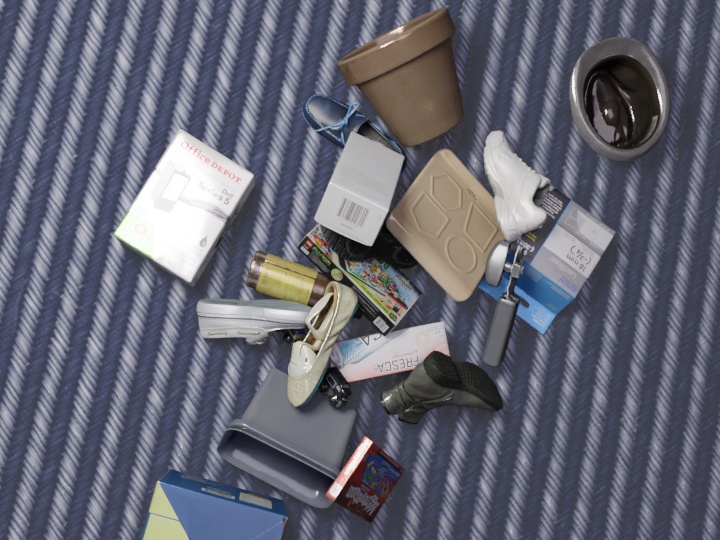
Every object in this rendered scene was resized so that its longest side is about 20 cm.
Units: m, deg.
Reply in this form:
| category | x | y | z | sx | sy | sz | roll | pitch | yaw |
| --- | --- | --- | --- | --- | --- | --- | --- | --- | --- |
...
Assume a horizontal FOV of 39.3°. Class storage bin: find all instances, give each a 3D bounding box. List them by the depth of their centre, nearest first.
| category | x | y | z | sx | sy | sz | roll | pitch | yaw |
| --- | --- | --- | --- | --- | --- | --- | --- | --- | --- |
| storage bin | -0.105 | 0.258 | 1.574 | 0.198 | 0.146 | 0.135 | 28 | 54 | -2 |

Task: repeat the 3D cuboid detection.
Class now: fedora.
| category | x | y | z | sx | sy | sz | roll | pitch | yaw |
| --- | --- | --- | --- | --- | --- | --- | --- | --- | --- |
| fedora | 0.427 | -0.283 | 1.703 | 0.174 | 0.090 | 0.203 | -24 | 93 | -7 |

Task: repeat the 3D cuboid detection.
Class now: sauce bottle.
| category | x | y | z | sx | sy | sz | roll | pitch | yaw |
| --- | --- | --- | --- | --- | --- | --- | --- | --- | --- |
| sauce bottle | -0.086 | 0.029 | 1.626 | 0.197 | 0.065 | 0.066 | 21 | 82 | -3 |

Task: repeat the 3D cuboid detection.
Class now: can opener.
| category | x | y | z | sx | sy | sz | roll | pitch | yaw |
| --- | --- | --- | --- | --- | --- | --- | --- | --- | --- |
| can opener | 0.223 | 0.052 | 1.637 | 0.066 | 0.053 | 0.204 | 18 | 105 | 17 |

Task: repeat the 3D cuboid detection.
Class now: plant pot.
| category | x | y | z | sx | sy | sz | roll | pitch | yaw |
| --- | --- | --- | --- | --- | --- | --- | --- | --- | --- |
| plant pot | 0.084 | -0.301 | 1.633 | 0.198 | 0.200 | 0.177 | -28 | 104 | -8 |

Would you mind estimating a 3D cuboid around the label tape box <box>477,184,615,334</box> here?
| category | x | y | z | sx | sy | sz | roll | pitch | yaw |
| --- | --- | --- | --- | --- | --- | --- | --- | --- | --- |
| label tape box | 0.310 | -0.018 | 1.675 | 0.143 | 0.063 | 0.202 | 34 | 81 | -1 |

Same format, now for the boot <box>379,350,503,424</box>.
| category | x | y | z | sx | sy | sz | roll | pitch | yaw |
| --- | --- | --- | --- | --- | --- | --- | --- | --- | --- |
| boot | 0.129 | 0.203 | 1.626 | 0.198 | 0.068 | 0.130 | 27 | 123 | -38 |

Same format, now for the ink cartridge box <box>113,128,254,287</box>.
| category | x | y | z | sx | sy | sz | roll | pitch | yaw |
| --- | --- | --- | --- | --- | --- | --- | --- | --- | --- |
| ink cartridge box | -0.278 | -0.099 | 1.609 | 0.144 | 0.084 | 0.202 | 30 | 81 | -2 |

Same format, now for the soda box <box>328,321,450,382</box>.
| category | x | y | z | sx | sy | sz | roll | pitch | yaw |
| --- | --- | --- | --- | --- | --- | --- | --- | --- | --- |
| soda box | 0.043 | 0.134 | 1.630 | 0.196 | 0.064 | 0.070 | -11 | 85 | -8 |

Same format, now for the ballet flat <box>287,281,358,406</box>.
| category | x | y | z | sx | sy | sz | roll | pitch | yaw |
| --- | --- | --- | --- | --- | --- | --- | --- | --- | --- |
| ballet flat | -0.072 | 0.108 | 1.541 | 0.062 | 0.067 | 0.202 | 39 | 69 | -34 |

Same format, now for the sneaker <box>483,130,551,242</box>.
| category | x | y | z | sx | sy | sz | roll | pitch | yaw |
| --- | --- | --- | --- | --- | --- | --- | --- | --- | --- |
| sneaker | 0.260 | -0.145 | 1.651 | 0.098 | 0.078 | 0.203 | -15 | 64 | 11 |

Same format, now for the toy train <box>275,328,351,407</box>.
| category | x | y | z | sx | sy | sz | roll | pitch | yaw |
| --- | --- | --- | --- | --- | --- | --- | --- | --- | --- |
| toy train | -0.076 | 0.132 | 1.590 | 0.046 | 0.034 | 0.201 | -51 | 59 | 19 |

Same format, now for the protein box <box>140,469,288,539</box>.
| category | x | y | z | sx | sy | sz | roll | pitch | yaw |
| --- | --- | --- | --- | --- | --- | --- | --- | --- | --- |
| protein box | -0.219 | 0.395 | 1.503 | 0.195 | 0.200 | 0.137 | 16 | 82 | -4 |

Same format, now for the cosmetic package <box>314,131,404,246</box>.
| category | x | y | z | sx | sy | sz | roll | pitch | yaw |
| --- | --- | --- | --- | --- | --- | --- | --- | --- | --- |
| cosmetic package | 0.001 | -0.129 | 1.553 | 0.100 | 0.201 | 0.075 | 25 | 120 | -3 |

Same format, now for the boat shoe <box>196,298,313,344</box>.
| category | x | y | z | sx | sy | sz | roll | pitch | yaw |
| --- | --- | --- | --- | --- | --- | --- | --- | --- | --- |
| boat shoe | -0.166 | 0.084 | 1.600 | 0.196 | 0.073 | 0.068 | 4 | 101 | 21 |

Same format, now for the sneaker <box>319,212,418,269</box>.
| category | x | y | z | sx | sy | sz | roll | pitch | yaw |
| --- | --- | --- | --- | --- | --- | --- | --- | --- | --- |
| sneaker | 0.014 | -0.063 | 1.616 | 0.198 | 0.092 | 0.076 | 17 | 125 | -36 |

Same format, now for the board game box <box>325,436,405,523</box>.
| category | x | y | z | sx | sy | sz | roll | pitch | yaw |
| --- | --- | --- | --- | --- | --- | --- | --- | --- | --- |
| board game box | 0.011 | 0.324 | 1.544 | 0.019 | 0.200 | 0.104 | 31 | 80 | 26 |

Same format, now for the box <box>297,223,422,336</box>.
| category | x | y | z | sx | sy | sz | roll | pitch | yaw |
| --- | --- | --- | --- | --- | --- | --- | --- | --- | --- |
| box | 0.000 | 0.000 | 1.622 | 0.200 | 0.035 | 0.110 | 45 | 39 | -1 |

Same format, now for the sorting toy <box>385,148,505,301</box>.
| category | x | y | z | sx | sy | sz | roll | pitch | yaw |
| --- | --- | --- | --- | --- | --- | --- | --- | --- | --- |
| sorting toy | 0.145 | -0.074 | 1.639 | 0.185 | 0.036 | 0.201 | 46 | 54 | -10 |

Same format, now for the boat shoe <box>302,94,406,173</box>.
| category | x | y | z | sx | sy | sz | roll | pitch | yaw |
| --- | --- | --- | --- | --- | --- | --- | --- | --- | --- |
| boat shoe | -0.003 | -0.234 | 1.661 | 0.198 | 0.069 | 0.085 | 28 | 81 | -2 |
